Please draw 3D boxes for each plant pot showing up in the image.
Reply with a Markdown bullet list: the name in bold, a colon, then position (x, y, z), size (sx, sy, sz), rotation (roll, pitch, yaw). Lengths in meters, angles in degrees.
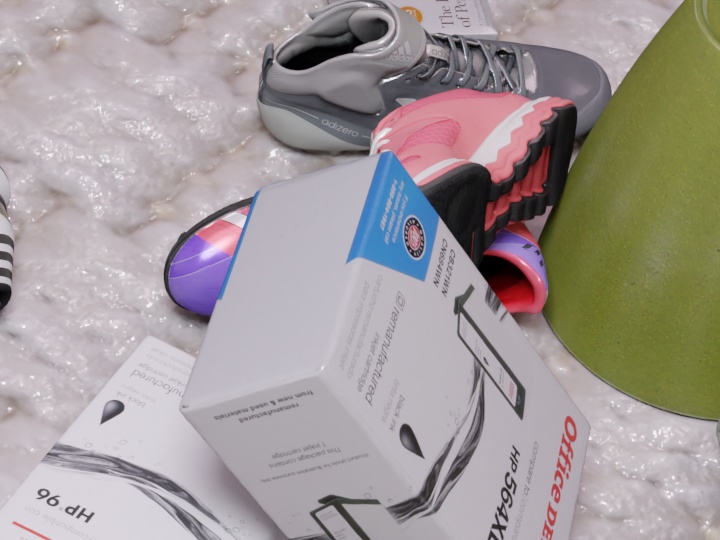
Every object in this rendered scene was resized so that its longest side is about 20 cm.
- **plant pot**: position (0.198, -0.058, 1.510), size (0.187, 0.200, 0.187), rotation (5, 46, -5)

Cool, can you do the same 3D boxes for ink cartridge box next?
- **ink cartridge box**: position (-0.105, 0.135, 1.365), size (0.116, 0.068, 0.200), rotation (25, 48, 14)
- **ink cartridge box**: position (0.018, 0.069, 1.354), size (0.084, 0.200, 0.146), rotation (-17, 38, 30)

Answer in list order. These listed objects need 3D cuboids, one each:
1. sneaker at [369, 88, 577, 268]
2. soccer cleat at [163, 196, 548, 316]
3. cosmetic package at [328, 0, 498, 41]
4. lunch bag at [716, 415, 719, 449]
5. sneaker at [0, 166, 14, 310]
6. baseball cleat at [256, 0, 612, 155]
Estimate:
- **sneaker**: position (0.032, -0.043, 1.481), size (0.087, 0.074, 0.200), rotation (19, 28, 25)
- **soccer cleat**: position (0.000, 0.000, 1.507), size (0.200, 0.068, 0.073), rotation (-4, 32, -18)
- **cosmetic package**: position (0.019, -0.188, 1.708), size (0.082, 0.051, 0.200), rotation (-3, 47, -12)
- **lunch bag**: position (0.269, 0.129, 1.405), size (0.164, 0.118, 0.200), rotation (2, 52, -8)
- **sneaker**: position (-0.270, -0.006, 1.466), size (0.200, 0.076, 0.115), rotation (-1, 45, -15)
- **baseball cleat**: position (0.045, -0.104, 1.594), size (0.200, 0.106, 0.070), rotation (-6, 62, -9)
